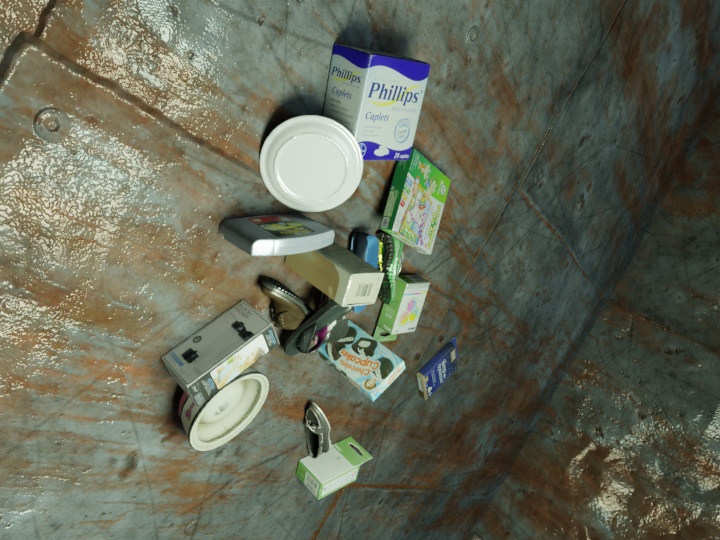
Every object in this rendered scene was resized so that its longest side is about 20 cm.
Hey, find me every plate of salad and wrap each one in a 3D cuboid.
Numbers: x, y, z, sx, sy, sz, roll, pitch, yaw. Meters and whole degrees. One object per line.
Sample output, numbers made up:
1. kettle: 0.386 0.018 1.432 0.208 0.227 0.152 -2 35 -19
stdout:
1. plate of salad: -0.093 -0.204 1.095 0.196 0.048 0.203 -2 127 -3

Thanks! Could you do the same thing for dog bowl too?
1. dog bowl: -0.288 0.271 1.187 0.199 0.073 0.202 -39 151 -26

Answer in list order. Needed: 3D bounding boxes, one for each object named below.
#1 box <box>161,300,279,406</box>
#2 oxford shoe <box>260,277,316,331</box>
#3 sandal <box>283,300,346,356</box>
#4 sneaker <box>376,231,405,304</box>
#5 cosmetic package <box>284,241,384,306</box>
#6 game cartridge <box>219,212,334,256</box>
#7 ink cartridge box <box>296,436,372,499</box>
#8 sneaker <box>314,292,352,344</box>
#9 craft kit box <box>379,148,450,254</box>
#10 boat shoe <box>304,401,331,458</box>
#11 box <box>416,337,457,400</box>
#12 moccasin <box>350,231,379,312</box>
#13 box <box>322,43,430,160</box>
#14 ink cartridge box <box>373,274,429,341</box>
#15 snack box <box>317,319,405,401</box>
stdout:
1. box: -0.273 0.157 1.126 0.199 0.116 0.061 -36 134 -25
2. oxford shoe: -0.162 0.086 1.238 0.085 0.072 0.200 -48 140 -7
3. sandal: -0.101 0.139 1.264 0.200 0.048 0.075 -45 152 27
4. sneaker: 0.080 -0.005 1.443 0.084 0.078 0.203 -19 126 -40
5. cosmetic package: -0.058 -0.004 1.192 0.104 0.199 0.072 -1 116 -46
6. game cartridge: -0.152 -0.070 1.099 0.198 0.132 0.042 -12 124 -44
7. ink cartridge box: -0.072 0.551 1.610 0.198 0.103 0.060 -11 122 -45
8. sneaker: -0.066 0.092 1.347 0.079 0.087 0.202 1 137 -25
9. craft kit box: 0.137 -0.164 1.395 0.197 0.048 0.204 24 80 -55
10. boat shoe: -0.117 0.429 1.511 0.057 0.066 0.202 -39 141 -31
11. box: 0.266 0.323 1.899 0.199 0.032 0.122 -40 138 -25
12. moccasin: 0.000 0.000 1.369 0.080 0.068 0.203 -18 128 -49
13. box: 0.028 -0.333 1.154 0.182 0.104 0.204 -11 121 -44
14. ink cartridge box: 0.110 0.115 1.554 0.103 0.059 0.203 -1 114 -47
15. snack box: 0.000 0.216 1.397 0.116 0.199 0.037 -41 141 -21
